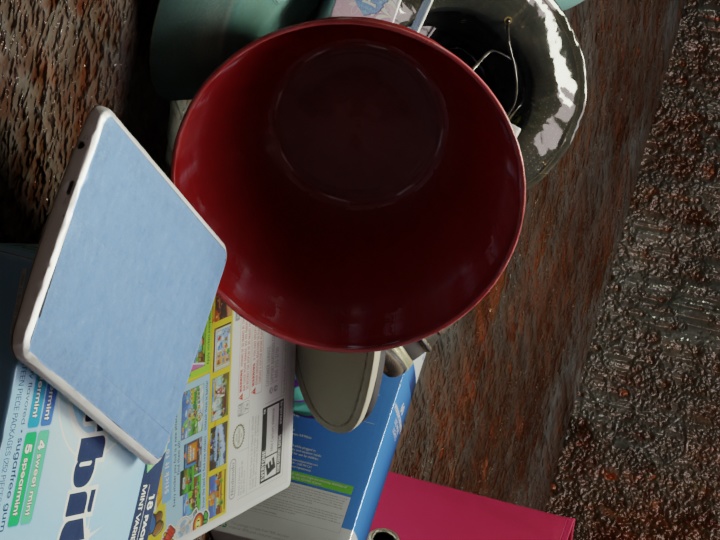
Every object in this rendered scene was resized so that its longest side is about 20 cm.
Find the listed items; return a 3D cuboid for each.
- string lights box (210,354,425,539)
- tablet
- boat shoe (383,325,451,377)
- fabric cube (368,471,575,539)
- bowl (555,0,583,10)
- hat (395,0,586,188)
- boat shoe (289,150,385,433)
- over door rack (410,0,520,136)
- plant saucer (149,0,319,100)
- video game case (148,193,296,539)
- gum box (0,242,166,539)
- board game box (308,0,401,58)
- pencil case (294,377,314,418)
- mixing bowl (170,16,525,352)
[{"bbox_3d":[-0.028,0.120,1.760,0.059,0.102,0.201,77,29,-61],"label":"string lights box"},{"bbox_3d":[-0.119,0.012,1.225,0.200,0.014,0.131,55,50,-65],"label":"tablet"},{"bbox_3d":[0.010,-0.018,1.650,0.200,0.073,0.075,64,4,32],"label":"boat shoe"},{"bbox_3d":[0.065,0.325,2.148,0.196,0.199,0.201,-59,158,-51],"label":"fabric cube"},{"bbox_3d":[0.088,-0.274,1.747,0.105,0.200,0.202,-24,129,-49],"label":"bowl"},{"bbox_3d":[0.059,-0.140,1.726,0.081,0.200,0.202,-143,-120,-64],"label":"hat"},{"bbox_3d":[0.000,0.000,1.503,0.063,0.072,0.201,-12,105,-50],"label":"boat shoe"},{"bbox_3d":[0.061,-0.179,1.561,0.200,0.066,0.148,32,-82,59],"label":"over door rack"},{"bbox_3d":[-0.052,-0.179,1.393,0.200,0.036,0.200,-55,165,-22],"label":"plant saucer"},{"bbox_3d":[-0.097,0.064,1.438,0.182,0.023,0.201,-24,123,-53],"label":"video game case"},{"bbox_3d":[-0.154,0.073,1.249,0.200,0.044,0.171,1,102,-71],"label":"gum box"},{"bbox_3d":[-0.003,-0.187,1.539,0.199,0.043,0.201,127,-16,-62],"label":"board game box"},{"bbox_3d":[-0.047,0.047,1.624,0.200,0.092,0.085,44,67,-74],"label":"pencil case"},{"bbox_3d":[-0.003,-0.066,1.387,0.108,0.199,0.201,-80,177,-65],"label":"mixing bowl"}]
